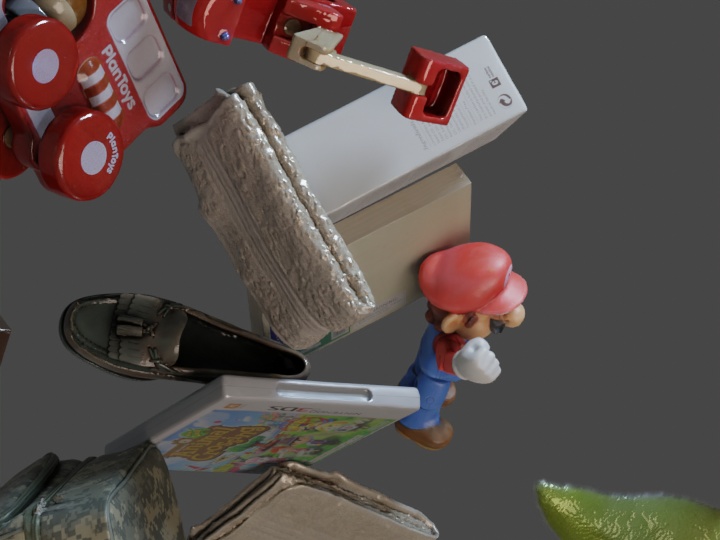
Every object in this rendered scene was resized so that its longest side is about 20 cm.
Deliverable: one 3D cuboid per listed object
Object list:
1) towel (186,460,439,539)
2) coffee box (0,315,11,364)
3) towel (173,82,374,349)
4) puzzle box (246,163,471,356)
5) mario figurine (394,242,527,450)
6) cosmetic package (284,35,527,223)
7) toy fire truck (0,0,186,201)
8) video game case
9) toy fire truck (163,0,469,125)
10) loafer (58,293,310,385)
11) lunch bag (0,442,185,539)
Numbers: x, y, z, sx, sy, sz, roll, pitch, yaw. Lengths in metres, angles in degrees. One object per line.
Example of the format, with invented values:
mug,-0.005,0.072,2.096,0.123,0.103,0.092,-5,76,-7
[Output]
towel,-0.042,0.230,1.927,0.133,0.034,0.200,-38,136,24
coffee box,-0.350,0.109,1.670,0.114,0.080,0.200,8,112,-34
towel,-0.069,-0.038,1.667,0.034,0.133,0.200,-31,92,-27
puzzle box,0.000,0.000,1.821,0.200,0.025,0.133,-27,150,-16
mario figurine,0.094,0.062,1.861,0.106,0.123,0.200,-14,142,-30
cosmetic package,0.020,-0.101,1.748,0.200,0.101,0.071,-28,87,-15
toy fire truck,-0.213,-0.156,1.600,0.168,0.112,0.200,-48,134,-30
video game case,-0.081,0.127,1.794,0.182,0.022,0.200,6,157,-33
toy fire truck,-0.035,-0.170,1.654,0.200,0.141,0.049,11,110,-30
loafer,-0.133,0.055,1.747,0.200,0.063,0.072,16,69,-19
lunch bag,-0.235,0.223,1.703,0.168,0.200,0.139,-12,101,11
